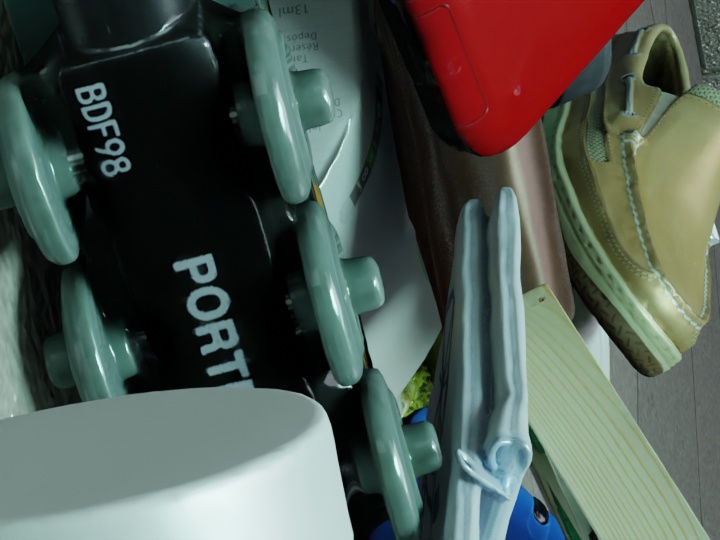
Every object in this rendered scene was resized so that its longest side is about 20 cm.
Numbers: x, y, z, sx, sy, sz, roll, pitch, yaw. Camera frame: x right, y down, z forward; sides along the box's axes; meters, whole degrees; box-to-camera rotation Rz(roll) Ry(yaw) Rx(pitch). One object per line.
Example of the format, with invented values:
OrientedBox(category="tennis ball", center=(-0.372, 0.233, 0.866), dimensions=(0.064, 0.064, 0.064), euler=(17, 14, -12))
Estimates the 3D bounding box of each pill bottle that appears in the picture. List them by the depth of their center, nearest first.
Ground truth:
OrientedBox(category="pill bottle", center=(-0.033, 0.129, 0.477), dimensions=(0.120, 0.120, 0.200), euler=(-49, 131, -75))

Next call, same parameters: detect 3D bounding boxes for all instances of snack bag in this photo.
OrientedBox(category="snack bag", center=(0.024, 0.109, 0.718), dimensions=(0.200, 0.021, 0.189), euler=(-85, -178, -49))

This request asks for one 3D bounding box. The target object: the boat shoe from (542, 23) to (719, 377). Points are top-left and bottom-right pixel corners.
OrientedBox(category="boat shoe", center=(0.104, -0.039, 0.955), dimensions=(0.072, 0.076, 0.200), euler=(55, 14, -31))

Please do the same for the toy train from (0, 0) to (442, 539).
OrientedBox(category="toy train", center=(-0.038, -0.005, 0.664), dimensions=(0.114, 0.085, 0.200), euler=(-102, 176, -58))

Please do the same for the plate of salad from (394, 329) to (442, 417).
OrientedBox(category="plate of salad", center=(0.044, 0.095, 1.070), dimensions=(0.200, 0.048, 0.200), euler=(-7, 90, -78))

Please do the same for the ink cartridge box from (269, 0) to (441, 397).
OrientedBox(category="ink cartridge box", center=(0.000, 0.000, 0.917), dimensions=(0.161, 0.050, 0.200), euler=(59, 24, -63))

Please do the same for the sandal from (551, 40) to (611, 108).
OrientedBox(category="sandal", center=(0.018, -0.130, 0.927), dimensions=(0.200, 0.043, 0.076), euler=(51, -24, 41))

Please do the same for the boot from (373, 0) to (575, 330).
OrientedBox(category="boot", center=(0.045, -0.054, 0.818), dimensions=(0.186, 0.064, 0.200), euler=(-127, -151, -71))

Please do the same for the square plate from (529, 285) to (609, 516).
OrientedBox(category="square plate", center=(0.063, -0.003, 1.075), dimensions=(0.200, 0.028, 0.198), euler=(80, -10, -58))

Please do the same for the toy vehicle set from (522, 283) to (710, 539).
OrientedBox(category="toy vehicle set", center=(0.094, 0.105, 0.825), dimensions=(0.124, 0.026, 0.200), euler=(60, -2, 37))

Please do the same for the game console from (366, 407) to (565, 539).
OrientedBox(category="game console", center=(0.020, 0.180, 0.914), dimensions=(0.171, 0.118, 0.200), euler=(45, 34, -17))

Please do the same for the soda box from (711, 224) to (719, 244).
OrientedBox(category="soda box", center=(0.092, -0.034, 1.167), dimensions=(0.200, 0.064, 0.068), euler=(-174, -114, -81))

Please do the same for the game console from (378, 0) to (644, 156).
OrientedBox(category="game console", center=(0.021, -0.158, 0.687), dimensions=(0.200, 0.119, 0.172), euler=(-48, 133, -28))
